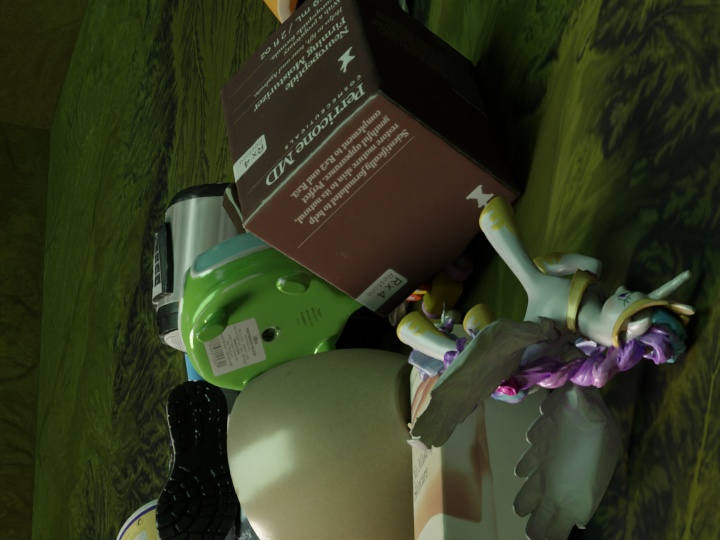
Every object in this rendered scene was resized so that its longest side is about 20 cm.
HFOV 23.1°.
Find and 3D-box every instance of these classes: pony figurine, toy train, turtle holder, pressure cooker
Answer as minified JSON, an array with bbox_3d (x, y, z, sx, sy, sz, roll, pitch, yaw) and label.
[{"bbox_3d":[0.110,0.055,1.153,0.193,0.166,0.200,-53,34,-5],"label":"pony figurine"},{"bbox_3d":[0.041,0.033,1.532,0.200,0.055,0.151,-116,39,-61],"label":"toy train"},{"bbox_3d":[-0.081,0.019,1.594,0.185,0.141,0.132,-43,37,11],"label":"turtle holder"},{"bbox_3d":[-0.131,0.020,1.888,0.178,0.176,0.201,-10,70,41],"label":"pressure cooker"}]

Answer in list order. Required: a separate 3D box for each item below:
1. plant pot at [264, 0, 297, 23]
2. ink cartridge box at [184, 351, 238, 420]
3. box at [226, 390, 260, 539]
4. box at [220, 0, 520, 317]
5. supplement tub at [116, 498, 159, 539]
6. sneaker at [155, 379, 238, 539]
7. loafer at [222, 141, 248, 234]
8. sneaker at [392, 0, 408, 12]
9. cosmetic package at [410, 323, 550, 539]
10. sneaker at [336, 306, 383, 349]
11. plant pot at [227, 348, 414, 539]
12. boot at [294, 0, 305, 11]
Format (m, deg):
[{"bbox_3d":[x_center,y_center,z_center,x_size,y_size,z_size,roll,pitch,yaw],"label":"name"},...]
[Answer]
[{"bbox_3d":[-0.050,-0.345,1.808,0.200,0.200,0.184,-63,38,45],"label":"plant pot"},{"bbox_3d":[-0.112,0.124,1.797,0.200,0.115,0.068,89,-179,-48],"label":"ink cartridge box"},{"bbox_3d":[-0.054,0.218,1.645,0.197,0.117,0.201,-176,95,-73],"label":"box"},{"bbox_3d":[0.003,-0.108,1.458,0.166,0.164,0.200,-43,34,22],"label":"box"},{"bbox_3d":[-0.196,0.359,1.974,0.200,0.145,0.146,-120,42,-63],"label":"supplement tub"},{"bbox_3d":[-0.152,0.211,1.684,0.088,0.076,0.200,95,177,-52],"label":"sneaker"},{"bbox_3d":[-0.104,-0.058,1.793,0.073,0.071,0.200,79,-173,-59],"label":"loafer"},{"bbox_3d":[0.006,-0.201,1.688,0.071,0.073,0.200,-50,24,40],"label":"sneaker"},{"bbox_3d":[0.087,0.149,1.260,0.103,0.087,0.200,107,165,-60],"label":"cosmetic package"},{"bbox_3d":[0.000,0.000,1.677,0.078,0.070,0.201,23,103,55],"label":"sneaker"},{"bbox_3d":[0.014,0.141,1.394,0.134,0.200,0.201,-34,45,34],"label":"plant pot"},{"bbox_3d":[-0.036,-0.157,1.753,0.200,0.068,0.189,83,-163,-58],"label":"boot"}]
